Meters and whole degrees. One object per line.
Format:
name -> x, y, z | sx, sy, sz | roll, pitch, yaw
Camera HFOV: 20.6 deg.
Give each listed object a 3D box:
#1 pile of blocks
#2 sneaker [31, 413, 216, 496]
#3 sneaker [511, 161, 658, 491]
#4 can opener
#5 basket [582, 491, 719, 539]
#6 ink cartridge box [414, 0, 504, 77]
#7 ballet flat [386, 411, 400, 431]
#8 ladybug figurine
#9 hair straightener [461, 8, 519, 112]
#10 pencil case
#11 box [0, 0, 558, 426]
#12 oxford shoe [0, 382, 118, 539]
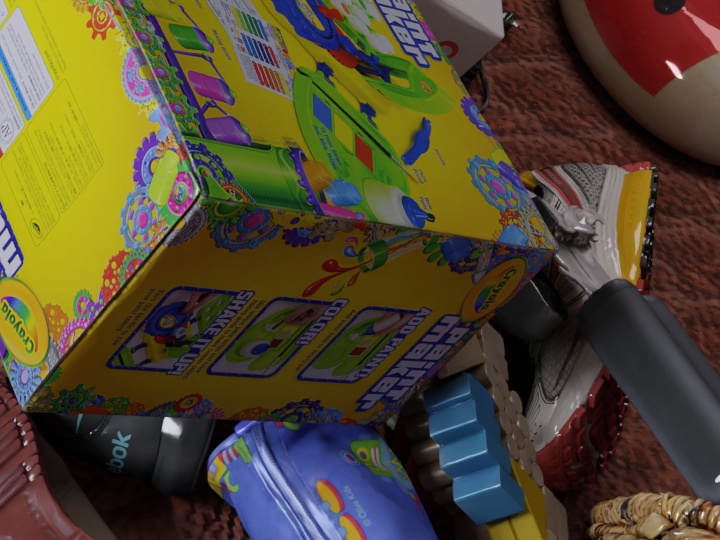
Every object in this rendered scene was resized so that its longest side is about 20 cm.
pile of blocks -> 0.029, 0.057, 0.864 | 0.082, 0.062, 0.201 | -4, 74, -66
sneaker -> -0.096, 0.003, 0.888 | 0.079, 0.076, 0.201 | 10, 50, -7
sneaker -> 0.097, 0.025, 0.969 | 0.082, 0.078, 0.201 | 6, 44, 11
can opener -> 0.114, 0.035, 0.878 | 0.053, 0.067, 0.200 | 21, 24, -49
basket -> 0.194, 0.156, 0.829 | 0.199, 0.143, 0.149 | 23, 45, -3
ink cartridge box -> -0.051, -0.164, 0.971 | 0.199, 0.147, 0.145 | 28, 42, -30
ballet flat -> 0.000, 0.000, 0.939 | 0.067, 0.062, 0.201 | -24, 88, -28
ladybug figurine -> 0.191, -0.149, 1.158 | 0.135, 0.072, 0.201 | -10, 54, -30
hair straightener -> 0.057, -0.154, 1.127 | 0.076, 0.041, 0.201 | 17, 45, -8
pencil case -> 0.010, 0.136, 0.809 | 0.078, 0.087, 0.200 | -35, 61, 2
box -> -0.060, -0.056, 0.777 | 0.192, 0.122, 0.201 | 7, 46, -45
oxford shoe -> -0.135, 0.112, 0.794 | 0.070, 0.075, 0.200 | -39, 52, -4
